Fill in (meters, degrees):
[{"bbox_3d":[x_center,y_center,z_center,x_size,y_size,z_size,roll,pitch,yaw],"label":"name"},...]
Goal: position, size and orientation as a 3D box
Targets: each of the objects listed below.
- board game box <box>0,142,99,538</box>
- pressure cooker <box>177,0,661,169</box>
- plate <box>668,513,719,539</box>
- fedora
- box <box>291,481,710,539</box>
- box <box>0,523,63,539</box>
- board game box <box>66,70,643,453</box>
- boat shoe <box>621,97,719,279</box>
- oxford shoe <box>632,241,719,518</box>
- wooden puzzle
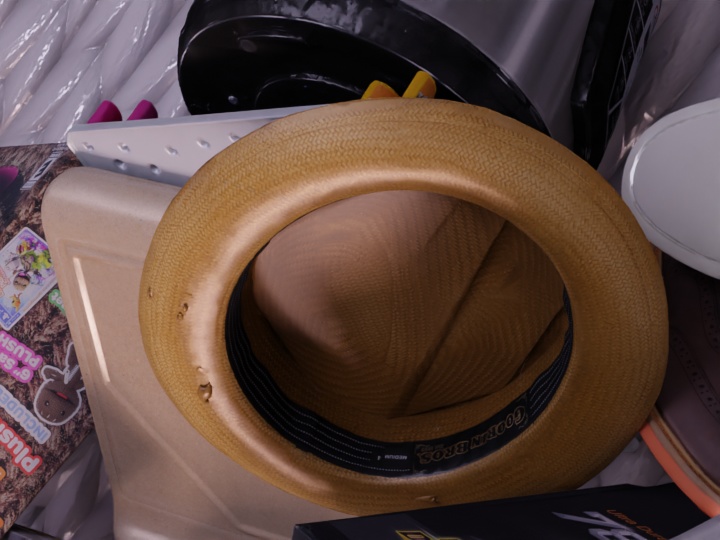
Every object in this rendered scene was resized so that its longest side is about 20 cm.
[{"bbox_3d":[-0.189,0.043,1.094,0.200,0.097,0.159,-51,20,-16],"label":"board game box"},{"bbox_3d":[0.035,-0.127,0.962,0.176,0.179,0.200,-6,48,45],"label":"pressure cooker"},{"bbox_3d":[0.190,0.120,0.680,0.200,0.200,0.032,37,123,27],"label":"plate"},{"bbox_3d":[0.018,0.003,0.822,0.201,0.201,0.082,-30,27,31],"label":"fedora"},{"bbox_3d":[0.107,0.133,0.737,0.200,0.198,0.050,31,116,46],"label":"box"},{"bbox_3d":[-0.173,0.217,1.034,0.158,0.048,0.200,0,71,64],"label":"box"},{"bbox_3d":[0.000,0.000,0.950,0.200,0.200,0.026,-1,47,43],"label":"board game box"},{"bbox_3d":[0.189,-0.020,0.810,0.200,0.062,0.073,5,81,37],"label":"boat shoe"},{"bbox_3d":[0.144,0.029,0.838,0.073,0.071,0.200,-50,23,26],"label":"oxford shoe"},{"bbox_3d":[-0.043,0.057,0.976,0.185,0.037,0.200,13,126,29],"label":"wooden puzzle"}]
